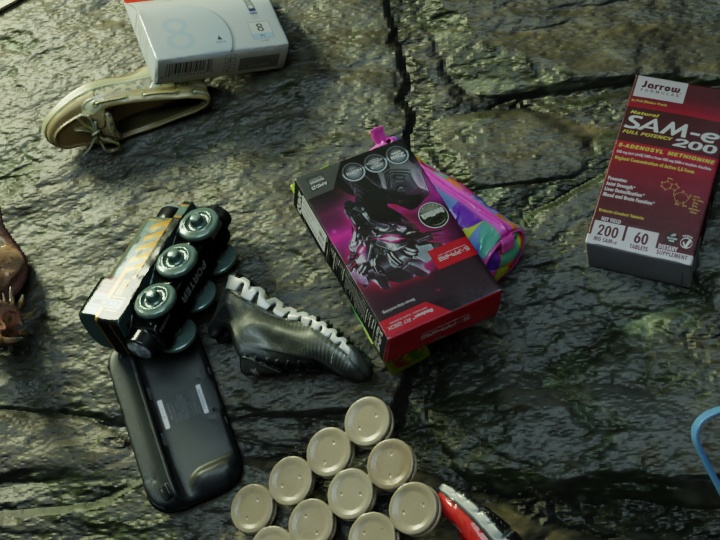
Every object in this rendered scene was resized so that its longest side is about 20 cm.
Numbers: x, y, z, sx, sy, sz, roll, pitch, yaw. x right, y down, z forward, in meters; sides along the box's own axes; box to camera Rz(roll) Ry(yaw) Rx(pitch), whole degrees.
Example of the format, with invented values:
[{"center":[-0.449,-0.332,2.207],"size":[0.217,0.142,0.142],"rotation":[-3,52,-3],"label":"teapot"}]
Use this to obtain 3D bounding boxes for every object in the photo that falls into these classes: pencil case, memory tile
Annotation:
[{"center":[0.076,-0.063,1.233],"size":[0.200,0.088,0.088],"rotation":[38,80,22],"label":"pencil case"},{"center":[-0.026,0.232,1.146],"size":[0.200,0.017,0.153],"rotation":[-37,58,10],"label":"memory tile"}]

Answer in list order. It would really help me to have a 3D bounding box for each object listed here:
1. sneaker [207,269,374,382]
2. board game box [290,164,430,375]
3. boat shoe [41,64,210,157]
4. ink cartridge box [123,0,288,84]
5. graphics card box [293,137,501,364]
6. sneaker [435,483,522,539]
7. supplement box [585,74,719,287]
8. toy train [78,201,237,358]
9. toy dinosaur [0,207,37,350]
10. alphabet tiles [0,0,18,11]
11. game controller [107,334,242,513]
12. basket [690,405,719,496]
[{"center":[-0.078,0.081,1.225],"size":[0.200,0.066,0.091],"rotation":[28,79,26],"label":"sneaker"},{"center":[0.000,0.000,1.217],"size":[0.048,0.102,0.200],"rotation":[-29,64,1],"label":"board game box"},{"center":[-0.274,-0.186,1.379],"size":[0.200,0.073,0.063],"rotation":[-25,61,2],"label":"boat shoe"},{"center":[-0.192,-0.315,1.393],"size":[0.160,0.047,0.200],"rotation":[-12,63,-22],"label":"ink cartridge box"},{"center":[0.033,-0.023,1.141],"size":[0.125,0.051,0.200],"rotation":[-22,63,-16],"label":"graphics card box"},{"center":[0.119,0.283,1.086],"size":[0.085,0.077,0.200],"rotation":[-41,62,4],"label":"sneaker"},{"center":[0.308,-0.093,1.207],"size":[0.109,0.061,0.200],"rotation":[13,70,19],"label":"supplement box"},{"center":[-0.213,0.006,1.264],"size":[0.114,0.085,0.200],"rotation":[7,53,25],"label":"toy train"},{"center":[-0.412,0.017,1.325],"size":[0.135,0.086,0.200],"rotation":[11,54,7],"label":"toy dinosaur"},{"center":[-0.469,-0.435,1.569],"size":[0.167,0.008,0.200],"rotation":[-29,64,0],"label":"alphabet tiles"},{"center":[-0.196,0.151,1.241],"size":[0.104,0.042,0.200],"rotation":[-18,64,-10],"label":"game controller"},{"center":[0.395,0.188,1.010],"size":[0.176,0.139,0.200],"rotation":[-21,95,4],"label":"basket"}]
